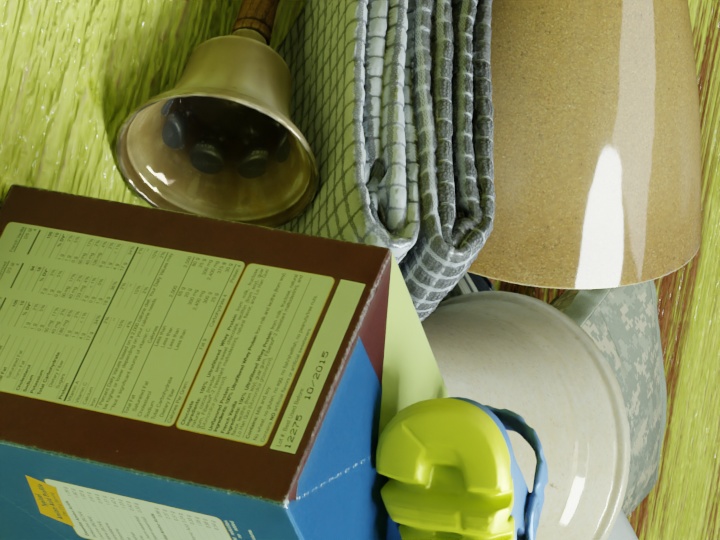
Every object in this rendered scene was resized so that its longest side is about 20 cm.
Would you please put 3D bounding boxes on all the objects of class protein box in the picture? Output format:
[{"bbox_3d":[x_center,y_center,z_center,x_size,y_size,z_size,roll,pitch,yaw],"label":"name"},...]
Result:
[{"bbox_3d":[-0.075,0.083,1.146,0.199,0.199,0.135,68,39,-52],"label":"protein box"}]

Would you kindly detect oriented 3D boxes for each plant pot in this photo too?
[{"bbox_3d":[0.113,-0.119,1.363,0.186,0.185,0.201,-41,142,-56],"label":"plant pot"},{"bbox_3d":[0.031,0.102,1.449,0.183,0.200,0.202,12,88,-56],"label":"plant pot"}]

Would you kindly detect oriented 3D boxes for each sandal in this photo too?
[{"bbox_3d":[0.053,0.143,1.119,0.087,0.079,0.201,-38,135,-62],"label":"sandal"}]

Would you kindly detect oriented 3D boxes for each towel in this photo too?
[{"bbox_3d":[0.007,-0.059,1.291,0.166,0.085,0.201,128,-33,-56],"label":"towel"}]

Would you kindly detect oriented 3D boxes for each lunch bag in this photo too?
[{"bbox_3d":[0.154,0.097,1.799,0.164,0.117,0.201,-42,141,-54],"label":"lunch bag"}]

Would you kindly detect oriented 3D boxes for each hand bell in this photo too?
[{"bbox_3d":[-0.058,-0.129,1.285,0.104,0.103,0.201,72,23,-48],"label":"hand bell"}]

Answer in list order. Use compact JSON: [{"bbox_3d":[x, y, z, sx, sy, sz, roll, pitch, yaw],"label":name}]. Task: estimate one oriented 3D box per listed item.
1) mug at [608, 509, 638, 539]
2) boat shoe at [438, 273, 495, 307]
[{"bbox_3d":[0.087,0.161,1.649,0.149,0.186,0.154,-1,65,-45],"label":"mug"},{"bbox_3d":[0.084,0.070,1.566,0.062,0.075,0.201,15,42,-55],"label":"boat shoe"}]
